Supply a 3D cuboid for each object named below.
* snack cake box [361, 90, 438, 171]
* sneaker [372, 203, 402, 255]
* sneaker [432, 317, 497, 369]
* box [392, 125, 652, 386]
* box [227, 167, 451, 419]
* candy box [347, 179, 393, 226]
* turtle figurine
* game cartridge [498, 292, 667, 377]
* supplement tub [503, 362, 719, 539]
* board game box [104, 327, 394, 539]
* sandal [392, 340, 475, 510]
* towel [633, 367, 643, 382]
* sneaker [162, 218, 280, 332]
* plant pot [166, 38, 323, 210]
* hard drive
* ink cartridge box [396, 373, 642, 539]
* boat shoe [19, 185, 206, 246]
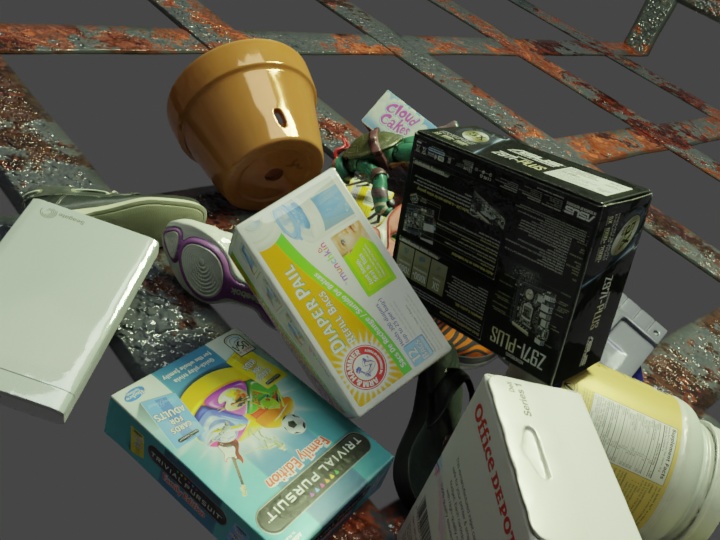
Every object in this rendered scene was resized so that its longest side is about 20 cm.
[{"bbox_3d":[0.103,-0.179,1.147,0.200,0.067,0.115,44,4,30],"label":"snack cake box"},{"bbox_3d":[0.000,0.000,0.848,0.199,0.116,0.079,-23,72,-40],"label":"sneaker"},{"bbox_3d":[0.104,0.047,0.830,0.198,0.113,0.078,-1,39,-31],"label":"sneaker"},{"bbox_3d":[0.132,-0.022,0.665,0.086,0.165,0.199,-14,33,-42],"label":"box"},{"bbox_3d":[-0.024,0.027,0.695,0.112,0.101,0.201,-34,88,-18],"label":"box"},{"bbox_3d":[-0.017,-0.073,1.013,0.101,0.027,0.201,19,33,1],"label":"candy box"},{"bbox_3d":[0.034,-0.133,0.950,0.198,0.101,0.150,-17,32,19],"label":"turtle figurine"},{"bbox_3d":[0.260,0.082,0.856,0.130,0.038,0.199,46,51,12],"label":"game cartridge"},{"bbox_3d":[0.227,0.167,0.701,0.198,0.146,0.146,24,33,3],"label":"supplement tub"},{"bbox_3d":[-0.093,0.149,0.635,0.199,0.047,0.151,35,36,20],"label":"board game box"},{"bbox_3d":[0.083,0.145,0.713,0.048,0.076,0.201,-15,30,27],"label":"sandal"},{"bbox_3d":[0.284,0.084,0.945,0.147,0.050,0.201,25,35,0],"label":"towel"},{"bbox_3d":[-0.124,0.003,0.818,0.199,0.075,0.100,29,23,0],"label":"sneaker"},{"bbox_3d":[-0.135,-0.174,0.958,0.199,0.200,0.141,-6,58,-35],"label":"plant pot"},{"bbox_3d":[-0.284,0.028,0.671,0.131,0.027,0.201,19,48,-3],"label":"hard drive"},{"bbox_3d":[0.102,0.199,0.533,0.083,0.201,0.145,11,34,-14],"label":"ink cartridge box"},{"bbox_3d":[-0.268,-0.066,0.818,0.198,0.072,0.068,-6,46,-32],"label":"boat shoe"}]
